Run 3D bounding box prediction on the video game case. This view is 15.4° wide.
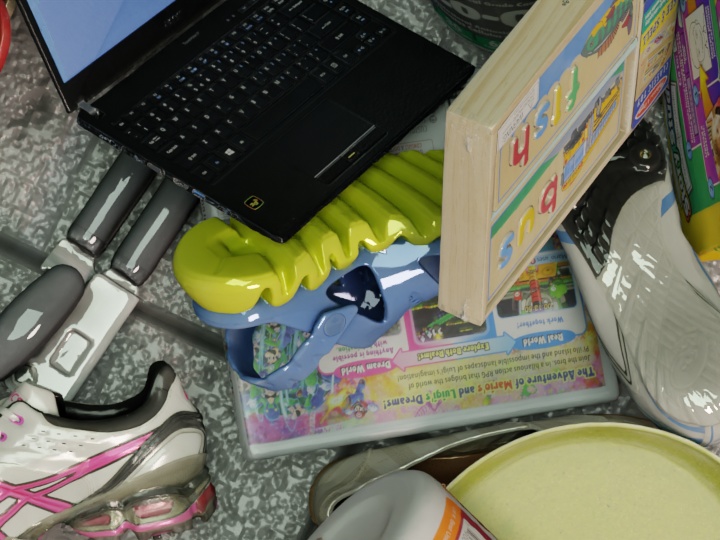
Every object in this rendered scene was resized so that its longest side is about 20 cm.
[{"bbox_3d":[0.022,-0.007,1.369,0.200,0.024,0.182,-8,86,-14],"label":"video game case"}]

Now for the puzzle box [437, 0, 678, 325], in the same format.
[{"bbox_3d":[0.097,-0.082,1.268,0.025,0.133,0.200,24,52,20],"label":"puzzle box"}]

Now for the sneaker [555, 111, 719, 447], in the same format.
[{"bbox_3d":[0.139,-0.001,1.351,0.072,0.072,0.200,-17,69,-9],"label":"sneaker"}]

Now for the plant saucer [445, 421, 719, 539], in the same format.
[{"bbox_3d":[0.116,0.163,1.342,0.200,0.031,0.200,-1,110,-2],"label":"plant saucer"}]

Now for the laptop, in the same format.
[{"bbox_3d":[-0.062,-0.138,1.314,0.200,0.103,0.177,31,48,18],"label":"laptop"}]

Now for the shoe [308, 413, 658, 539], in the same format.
[{"bbox_3d":[0.073,0.113,1.363,0.200,0.053,0.070,-8,86,-1],"label":"shoe"}]

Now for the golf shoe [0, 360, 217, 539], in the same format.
[{"bbox_3d":[-0.177,0.100,1.345,0.200,0.073,0.092,-12,104,-7],"label":"golf shoe"}]

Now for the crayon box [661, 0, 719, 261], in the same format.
[{"bbox_3d":[0.192,-0.113,1.322,0.058,0.173,0.200,-7,86,-6],"label":"crayon box"}]

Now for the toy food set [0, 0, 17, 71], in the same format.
[{"bbox_3d":[-0.239,-0.137,1.339,0.198,0.049,0.200,-1,66,42],"label":"toy food set"}]

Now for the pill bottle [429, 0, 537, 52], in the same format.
[{"bbox_3d":[0.073,-0.185,1.308,0.113,0.200,0.113,-2,77,8],"label":"pill bottle"}]

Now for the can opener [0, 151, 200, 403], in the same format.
[{"bbox_3d":[-0.124,-0.017,1.370,0.053,0.066,0.200,34,81,1],"label":"can opener"}]

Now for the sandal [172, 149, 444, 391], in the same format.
[{"bbox_3d":[0.000,0.000,1.322,0.200,0.079,0.087,-17,126,-22],"label":"sandal"}]

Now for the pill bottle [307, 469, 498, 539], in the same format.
[{"bbox_3d":[0.059,0.198,1.278,0.110,0.110,0.200,-46,106,-4],"label":"pill bottle"}]
